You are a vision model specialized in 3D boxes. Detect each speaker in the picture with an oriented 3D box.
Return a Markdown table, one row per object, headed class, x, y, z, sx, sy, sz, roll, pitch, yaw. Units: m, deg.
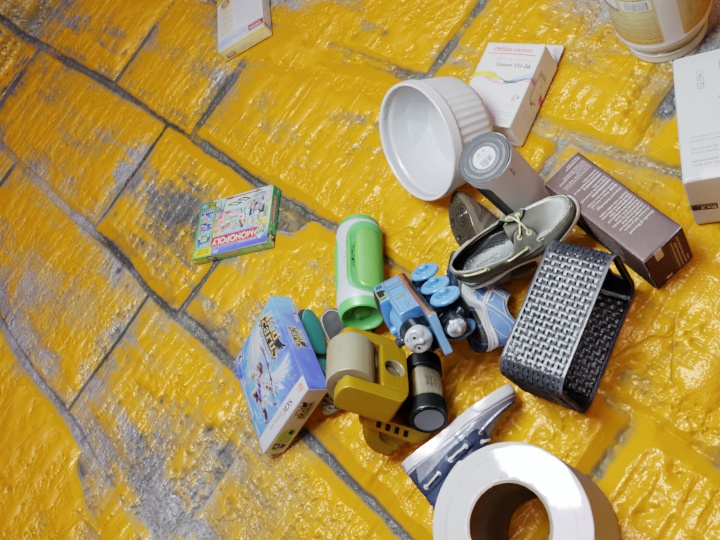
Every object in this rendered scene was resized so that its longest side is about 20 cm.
| class | x | y | z | sx | sy | sz | roll | pitch | yaw |
| --- | --- | --- | --- | --- | --- | --- | --- | --- | --- |
| speaker | 0.000 | 0.000 | 1.201 | 0.088 | 0.088 | 0.200 | -23 | 46 | 23 |
| speaker | 0.228 | -0.127 | 1.057 | 0.081 | 0.200 | 0.081 | -14 | 65 | 31 |

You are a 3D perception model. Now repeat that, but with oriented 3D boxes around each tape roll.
| class | x | y | z | sx | sy | sz | roll | pitch | yaw |
| --- | --- | --- | --- | --- | --- | --- | --- | --- | --- |
| tape roll | 0.209 | 0.328 | 0.884 | 0.202 | 0.139 | 0.203 | -14 | 61 | 27 |

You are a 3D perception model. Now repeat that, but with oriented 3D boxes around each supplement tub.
| class | x | y | z | sx | sy | sz | roll | pitch | yaw |
| --- | --- | --- | --- | --- | --- | --- | --- | --- | --- |
| supplement tub | 0.443 | -0.423 | 1.059 | 0.144 | 0.200 | 0.145 | -15 | 60 | 27 |

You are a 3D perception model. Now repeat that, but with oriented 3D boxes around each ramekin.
| class | x | y | z | sx | sy | sz | roll | pitch | yaw |
| --- | --- | --- | --- | --- | --- | --- | --- | --- | --- |
| ramekin | 0.129 | -0.227 | 1.179 | 0.105 | 0.201 | 0.200 | -24 | 44 | -27 |

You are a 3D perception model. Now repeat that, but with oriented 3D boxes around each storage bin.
| class | x | y | z | sx | sy | sz | roll | pitch | yaw |
| --- | --- | --- | --- | --- | --- | --- | --- | --- | --- |
| storage bin | 0.283 | 0.076 | 0.959 | 0.094 | 0.135 | 0.200 | 19 | 79 | 38 |

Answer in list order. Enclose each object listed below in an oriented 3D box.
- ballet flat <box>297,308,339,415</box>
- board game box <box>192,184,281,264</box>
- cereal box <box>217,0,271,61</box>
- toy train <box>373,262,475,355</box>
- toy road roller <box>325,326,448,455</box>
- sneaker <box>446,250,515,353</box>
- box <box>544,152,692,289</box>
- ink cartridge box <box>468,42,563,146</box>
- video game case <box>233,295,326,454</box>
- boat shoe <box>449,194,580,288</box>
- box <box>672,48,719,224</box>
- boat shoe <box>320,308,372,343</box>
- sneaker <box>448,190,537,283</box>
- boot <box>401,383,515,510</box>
| class | x | y | z | sx | sy | sz | roll | pitch | yaw |
| --- | --- | --- | --- | --- | --- | --- | --- | --- | --- |
| ballet flat | -0.083 | 0.160 | 1.211 | 0.075 | 0.068 | 0.200 | -42 | 54 | 21 |
| board game box | -0.259 | -0.095 | 1.474 | 0.199 | 0.029 | 0.135 | -11 | 61 | 29 |
| cereal box | -0.290 | -0.630 | 1.751 | 0.144 | 0.040 | 0.201 | -21 | 58 | 24 |
| toy train | 0.091 | 0.060 | 1.044 | 0.114 | 0.087 | 0.200 | -28 | 22 | -1 |
| toy road roller | 0.026 | 0.190 | 1.044 | 0.146 | 0.199 | 0.123 | -58 | 18 | 31 |
| sneaker | 0.185 | 0.046 | 1.094 | 0.077 | 0.076 | 0.200 | -7 | 46 | -11 |
| box | 0.364 | -0.073 | 1.004 | 0.075 | 0.100 | 0.200 | -44 | 52 | 8 |
| ink cartridge box | 0.257 | -0.323 | 1.218 | 0.116 | 0.067 | 0.200 | 18 | 78 | 39 |
| video game case | -0.142 | 0.177 | 1.204 | 0.181 | 0.045 | 0.200 | -56 | 45 | 32 |
| boat shoe | 0.217 | -0.044 | 1.006 | 0.201 | 0.060 | 0.072 | -36 | 58 | 21 |
| box | 0.530 | -0.188 | 0.930 | 0.198 | 0.131 | 0.201 | -8 | 64 | 30 |
| boat shoe | -0.013 | 0.124 | 1.177 | 0.072 | 0.066 | 0.201 | -47 | 50 | 8 |
| sneaker | 0.207 | -0.053 | 1.128 | 0.071 | 0.075 | 0.200 | 106 | 150 | -42 |
| boot | 0.161 | 0.254 | 1.008 | 0.200 | 0.073 | 0.090 | -41 | 70 | 9 |
